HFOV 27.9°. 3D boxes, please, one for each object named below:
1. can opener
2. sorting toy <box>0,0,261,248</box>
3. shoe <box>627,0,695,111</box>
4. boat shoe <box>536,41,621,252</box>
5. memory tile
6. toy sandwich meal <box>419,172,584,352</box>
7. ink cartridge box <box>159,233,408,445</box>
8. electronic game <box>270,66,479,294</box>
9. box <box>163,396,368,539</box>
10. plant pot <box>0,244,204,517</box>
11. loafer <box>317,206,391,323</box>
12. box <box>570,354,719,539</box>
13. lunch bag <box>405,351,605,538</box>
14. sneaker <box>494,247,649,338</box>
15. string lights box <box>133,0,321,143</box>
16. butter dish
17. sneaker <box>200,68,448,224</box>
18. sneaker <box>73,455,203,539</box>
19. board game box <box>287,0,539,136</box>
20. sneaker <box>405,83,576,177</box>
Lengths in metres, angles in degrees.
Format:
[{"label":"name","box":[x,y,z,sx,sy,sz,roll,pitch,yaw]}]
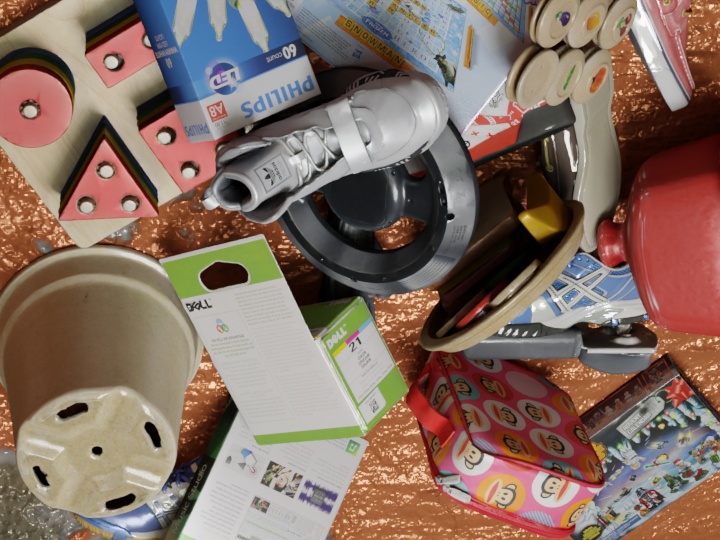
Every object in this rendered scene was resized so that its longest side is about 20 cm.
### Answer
[{"label":"can opener","box":[0.191,0.077,1.404,0.199,0.053,0.067,-1,120,-8]},{"label":"sorting toy","box":[-0.206,-0.128,1.205,0.198,0.070,0.200,-29,121,7]},{"label":"shoe","box":[0.264,-0.234,1.225,0.091,0.072,0.201,-26,118,9]},{"label":"boat shoe","box":[0.189,-0.110,1.291,0.072,0.059,0.201,-40,134,-36]},{"label":"memory tile","box":[0.187,-0.219,1.126,0.153,0.017,0.201,-8,128,-53]},{"label":"toy sandwich meal","box":[0.110,-0.013,1.256,0.205,0.205,0.070,-40,101,14]},{"label":"ink cartridge box","box":[-0.068,0.050,1.291,0.147,0.076,0.201,-11,112,44]},{"label":"electronic game","box":[0.006,-0.072,1.203,0.199,0.042,0.201,13,120,24]},{"label":"box","box":[-0.095,0.224,1.395,0.144,0.036,0.201,29,79,-24]},{"label":"plant pot","box":[-0.232,0.109,1.272,0.199,0.184,0.202,-4,120,-7]},{"label":"loafer","box":[0.000,0.000,1.317,0.070,0.068,0.202,1,127,-8]},{"label":"box","box":[0.277,0.195,1.496,0.200,0.040,0.137,-38,118,13]},{"label":"lunch bag","box":[0.123,0.149,1.349,0.175,0.200,0.082,21,113,-17]},{"label":"sneaker","box":[0.184,0.012,1.361,0.199,0.076,0.078,-10,115,-16]},{"label":"string lights box","box":[-0.117,-0.211,1.123,0.102,0.059,0.201,-27,103,-25]},{"label":"butter dish","box":[0.283,-0.029,1.284,0.147,0.199,0.201,-5,107,18]},{"label":"sneaker","box":[-0.031,-0.090,1.115,0.199,0.115,0.075,-14,107,34]},{"label":"sneaker","box":[-0.179,0.217,1.418,0.199,0.075,0.089,7,110,-23]},{"label":"board game box","box":[0.054,-0.231,1.166,0.200,0.041,0.200,39,109,-3]},{"label":"sneaker","box":[0.083,-0.143,1.256,0.201,0.067,0.109,-21,87,32]}]
